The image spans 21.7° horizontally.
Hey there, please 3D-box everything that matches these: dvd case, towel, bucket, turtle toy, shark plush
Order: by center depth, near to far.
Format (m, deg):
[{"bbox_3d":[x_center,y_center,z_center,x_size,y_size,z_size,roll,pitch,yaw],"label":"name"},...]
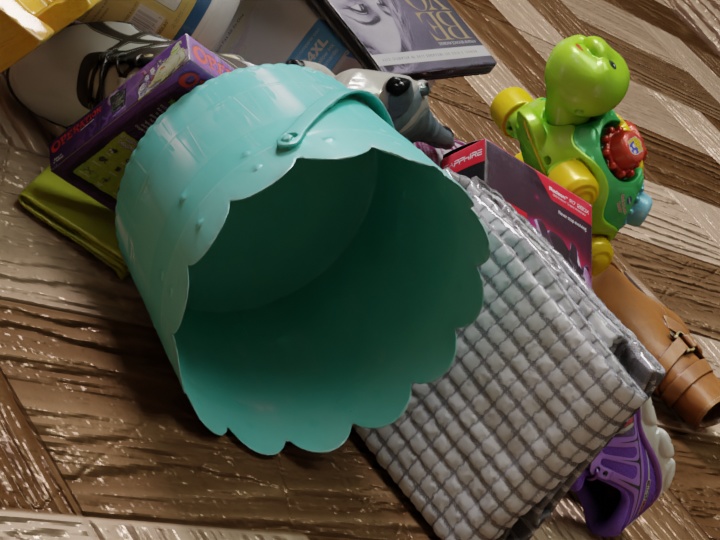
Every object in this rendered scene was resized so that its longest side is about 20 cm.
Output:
[{"bbox_3d":[-0.039,-0.013,1.094,0.207,0.208,0.135,22,20,-39],"label":"bucket"},{"bbox_3d":[0.078,0.060,1.182,0.200,0.166,0.085,49,16,27],"label":"towel"},{"bbox_3d":[-0.161,-0.053,1.231,0.086,0.018,0.200,32,21,-4],"label":"towel"},{"bbox_3d":[0.005,-0.096,1.293,0.090,0.084,0.200,11,7,15],"label":"shark plush"},{"bbox_3d":[0.004,-0.225,1.458,0.148,0.016,0.200,-12,61,-51],"label":"dvd case"},{"bbox_3d":[0.179,-0.102,1.527,0.146,0.101,0.201,59,-8,43],"label":"turtle toy"}]

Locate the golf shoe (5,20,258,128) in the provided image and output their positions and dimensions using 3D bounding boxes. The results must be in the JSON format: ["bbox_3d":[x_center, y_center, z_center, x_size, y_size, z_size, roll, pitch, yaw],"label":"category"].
[{"bbox_3d":[-0.145,-0.122,1.207,0.199,0.078,0.094,7,4,15],"label":"golf shoe"}]

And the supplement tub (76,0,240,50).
[{"bbox_3d":[-0.195,-0.232,1.367,0.199,0.145,0.145,30,21,-24],"label":"supplement tub"}]

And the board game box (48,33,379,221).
[{"bbox_3d":[-0.081,-0.056,1.171,0.200,0.120,0.032,35,34,-40],"label":"board game box"}]

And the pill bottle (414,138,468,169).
[{"bbox_3d":[0.050,-0.050,1.447,0.199,0.114,0.114,17,28,-46],"label":"pill bottle"}]

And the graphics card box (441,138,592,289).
[{"bbox_3d":[0.111,0.019,1.354,0.125,0.051,0.201,29,54,-37],"label":"graphics card box"}]

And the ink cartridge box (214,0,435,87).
[{"bbox_3d":[-0.066,-0.177,1.504,0.128,0.125,0.200,9,35,-55],"label":"ink cartridge box"}]

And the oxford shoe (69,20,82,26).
[{"bbox_3d":[-0.132,-0.128,1.331,0.200,0.073,0.071,34,-4,-28],"label":"oxford shoe"}]

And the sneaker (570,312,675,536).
[{"bbox_3d":[0.152,0.099,1.260,0.083,0.080,0.201,-48,124,-33],"label":"sneaker"}]

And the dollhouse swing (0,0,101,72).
[{"bbox_3d":[-0.239,-0.220,1.160,0.176,0.181,0.200,55,40,-12],"label":"dollhouse swing"}]

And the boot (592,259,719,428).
[{"bbox_3d":[0.236,0.070,1.596,0.155,0.077,0.200,52,16,23],"label":"boot"}]
